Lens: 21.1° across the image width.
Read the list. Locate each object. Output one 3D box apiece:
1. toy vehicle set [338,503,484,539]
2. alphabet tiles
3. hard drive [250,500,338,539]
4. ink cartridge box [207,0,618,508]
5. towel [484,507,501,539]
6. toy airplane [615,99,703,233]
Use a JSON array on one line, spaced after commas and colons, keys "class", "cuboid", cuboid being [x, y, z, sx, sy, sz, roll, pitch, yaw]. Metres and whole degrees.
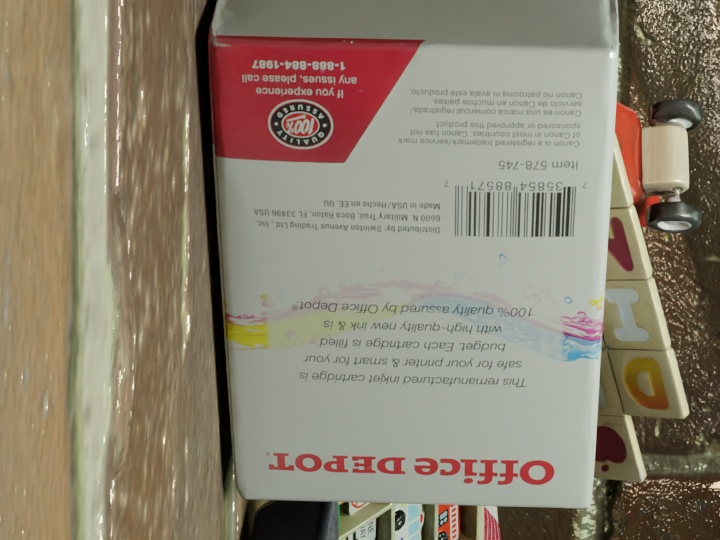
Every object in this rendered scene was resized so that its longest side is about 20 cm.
[{"class": "toy vehicle set", "cuboid": [0.016, 0.139, 1.021, 0.124, 0.026, 0.202, -28, 130, -38]}, {"class": "alphabet tiles", "cuboid": [0.067, 0.005, 0.887, 0.006, 0.165, 0.202, -32, 112, -41]}, {"class": "hard drive", "cuboid": [-0.030, 0.206, 0.824, 0.135, 0.042, 0.202, -79, 169, -61]}, {"class": "ink cartridge box", "cuboid": [0.023, -0.028, 0.758, 0.145, 0.144, 0.202, -82, 174, -59]}, {"class": "towel", "cuboid": [0.059, 0.188, 1.241, 0.144, 0.023, 0.201, 53, 25, -35]}, {"class": "toy airplane", "cuboid": [0.084, -0.073, 1.058, 0.200, 0.140, 0.201, -44, 116, -45]}]
